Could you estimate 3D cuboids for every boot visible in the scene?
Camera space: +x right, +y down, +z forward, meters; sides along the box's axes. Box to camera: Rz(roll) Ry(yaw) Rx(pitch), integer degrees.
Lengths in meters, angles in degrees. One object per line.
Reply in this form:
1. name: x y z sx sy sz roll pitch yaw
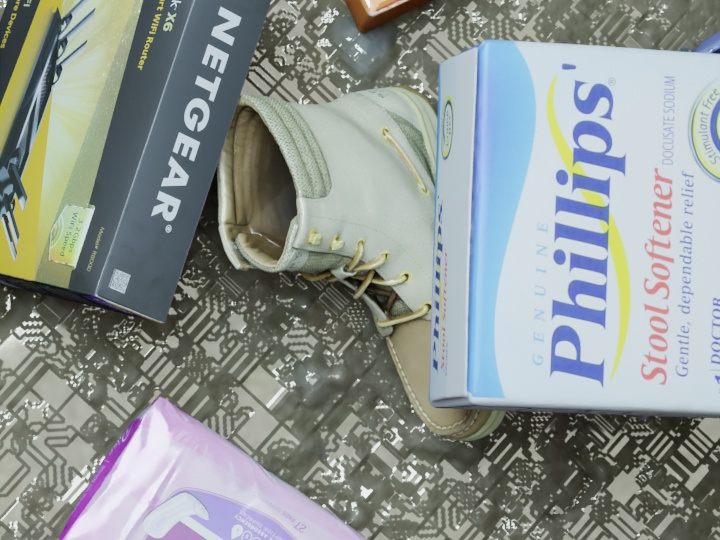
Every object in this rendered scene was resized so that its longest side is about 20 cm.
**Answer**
1. boot: 0.000 0.000 1.430 0.072 0.154 0.201 -20 82 34

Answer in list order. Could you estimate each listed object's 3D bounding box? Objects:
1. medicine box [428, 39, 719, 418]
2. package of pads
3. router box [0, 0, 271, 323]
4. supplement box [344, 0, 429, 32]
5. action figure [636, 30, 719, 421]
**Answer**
1. medicine box: 0.141 -0.017 1.388 0.199 0.103 0.183 2 87 -12
2. package of pads: -0.064 0.170 1.447 0.200 0.076 0.121 34 80 -4
3. router box: -0.137 -0.083 1.418 0.052 0.157 0.201 24 80 -43
4. supplement box: -0.016 -0.236 1.492 0.069 0.067 0.201 -25 89 -6
5. action figure: 0.158 -0.047 1.485 0.200 0.105 0.194 -42 102 -6
